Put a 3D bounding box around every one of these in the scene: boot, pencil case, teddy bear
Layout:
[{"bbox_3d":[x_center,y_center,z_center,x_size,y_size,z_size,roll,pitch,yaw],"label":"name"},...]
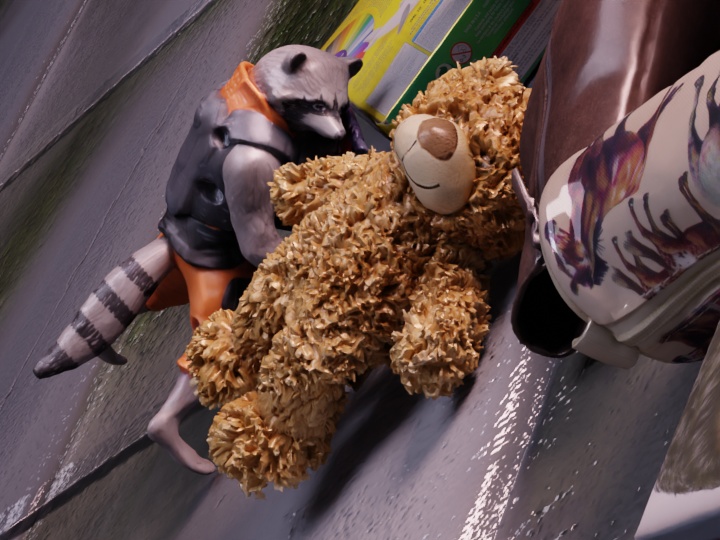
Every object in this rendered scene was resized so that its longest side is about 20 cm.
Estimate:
[{"bbox_3d":[0.105,-0.085,1.022,0.166,0.072,0.200,-76,4,-48],"label":"boot"},{"bbox_3d":[0.139,-0.041,0.880,0.200,0.078,0.089,-37,19,44],"label":"pencil case"},{"bbox_3d":[0.000,0.000,1.158,0.200,0.067,0.145,-33,37,33],"label":"teddy bear"}]

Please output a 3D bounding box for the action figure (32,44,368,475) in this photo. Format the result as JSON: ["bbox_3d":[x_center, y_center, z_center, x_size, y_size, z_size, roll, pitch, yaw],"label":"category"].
[{"bbox_3d":[-0.055,-0.011,1.292,0.194,0.105,0.200,-62,23,13],"label":"action figure"}]

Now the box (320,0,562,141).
[{"bbox_3d":[0.037,-0.117,1.367,0.117,0.048,0.200,-53,19,3],"label":"box"}]

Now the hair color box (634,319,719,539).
[{"bbox_3d":[0.161,0.021,0.725,0.200,0.061,0.099,-31,28,54],"label":"hair color box"}]
